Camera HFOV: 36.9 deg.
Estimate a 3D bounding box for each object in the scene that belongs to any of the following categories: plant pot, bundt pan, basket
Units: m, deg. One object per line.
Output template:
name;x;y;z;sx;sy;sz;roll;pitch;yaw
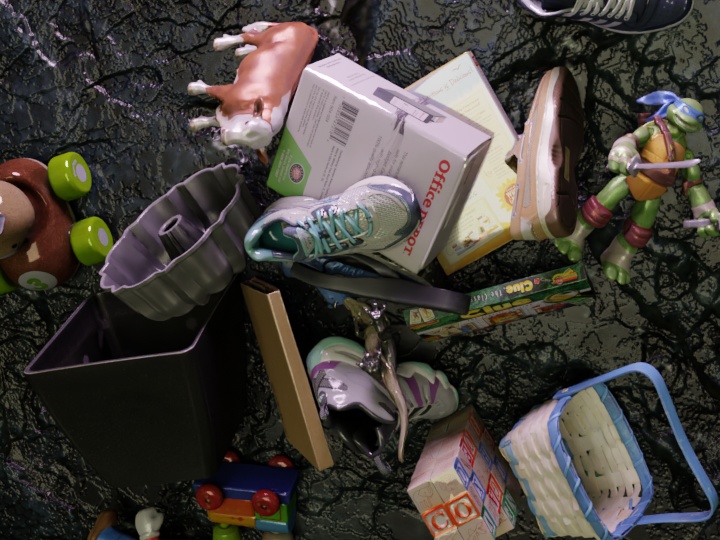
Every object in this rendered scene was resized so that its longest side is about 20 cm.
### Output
plant pot;-0.233;0.133;1.244;0.196;0.201;0.180;-8;114;13
bundt pan;-0.189;-0.024;1.198;0.200;0.203;0.076;-31;119;16
basket;0.262;0.196;1.157;0.199;0.139;0.178;-19;99;46

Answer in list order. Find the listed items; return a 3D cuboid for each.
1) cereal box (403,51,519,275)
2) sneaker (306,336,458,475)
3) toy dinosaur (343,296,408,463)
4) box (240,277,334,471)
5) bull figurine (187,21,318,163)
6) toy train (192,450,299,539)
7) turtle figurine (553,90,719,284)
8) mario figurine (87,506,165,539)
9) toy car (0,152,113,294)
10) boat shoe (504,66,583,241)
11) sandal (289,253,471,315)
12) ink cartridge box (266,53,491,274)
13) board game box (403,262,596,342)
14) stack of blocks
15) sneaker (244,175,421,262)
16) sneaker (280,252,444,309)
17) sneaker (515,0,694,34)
cereal box;0.108;-0.117;1.186;0.143;0.040;0.202;-28;94;18
sneaker;0.031;0.164;1.180;0.198;0.141;0.078;18;129;-26
toy dinosaur;0.020;0.089;1.115;0.047;0.202;0.089;-17;143;1
box;-0.085;0.112;1.219;0.021;0.163;0.203;-18;99;-15
bull figurine;-0.116;-0.193;1.147;0.120;0.201;0.066;9;141;24
toy train;-0.172;0.288;1.318;0.197;0.085;0.117;3;116;12
turtle figurine;0.295;-0.066;1.091;0.201;0.143;0.195;56;127;31
mario figurine;-0.230;0.355;1.337;0.198;0.123;0.107;20;85;19
toy car;-0.407;-0.041;1.229;0.162;0.200;0.160;-16;98;15
boat shoe;0.183;-0.122;1.117;0.075;0.202;0.072;-11;142;35
sandal;0.023;0.010;1.142;0.197;0.076;0.044;10;86;17
ink cartridge box;0.018;-0.114;1.143;0.198;0.084;0.147;31;120;13
board game box;0.154;0.038;1.178;0.197;0.105;0.024;-16;70;15
stack of blocks;0.117;0.238;1.176;0.058;0.200;0.116;-30;94;16
sneaker;-0.031;-0.038;1.097;0.198;0.086;0.079;-11;106;32
sneaker;0.000;0.000;1.226;0.197;0.079;0.090;16;119;12
sneaker;0.239;-0.280;1.088;0.197;0.109;0.071;12;105;9
